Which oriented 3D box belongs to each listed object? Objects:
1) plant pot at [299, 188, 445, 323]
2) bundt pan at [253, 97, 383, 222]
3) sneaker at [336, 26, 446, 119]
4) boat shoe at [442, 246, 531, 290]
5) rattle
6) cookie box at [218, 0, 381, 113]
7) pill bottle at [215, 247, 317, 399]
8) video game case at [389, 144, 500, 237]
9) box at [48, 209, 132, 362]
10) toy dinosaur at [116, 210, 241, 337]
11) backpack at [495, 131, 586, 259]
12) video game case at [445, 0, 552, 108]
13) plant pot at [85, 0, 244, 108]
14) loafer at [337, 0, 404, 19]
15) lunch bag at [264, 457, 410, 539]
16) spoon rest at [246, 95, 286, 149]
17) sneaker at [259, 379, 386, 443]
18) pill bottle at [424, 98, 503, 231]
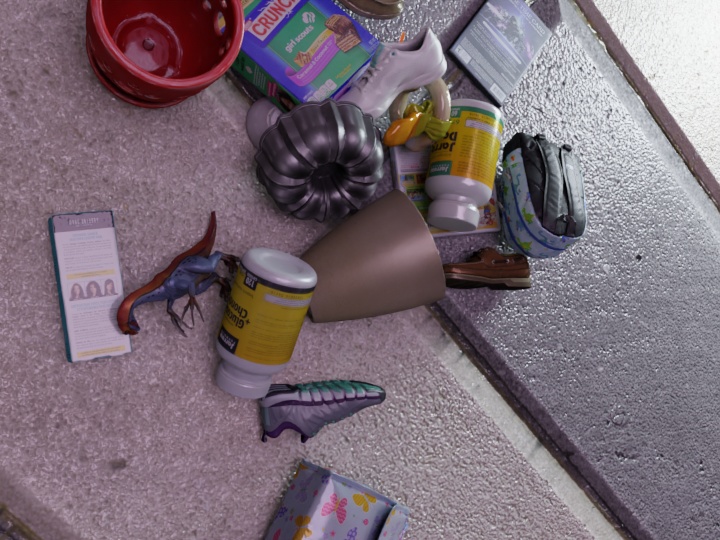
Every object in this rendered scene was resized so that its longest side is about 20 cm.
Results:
[{"bbox_3d":[0.000,0.000,1.259,0.200,0.187,0.188,-24,97,-11],"label":"plant pot"},{"bbox_3d":[-0.052,-0.151,1.220,0.201,0.202,0.076,2,42,-27],"label":"bundt pan"},{"bbox_3d":[0.031,-0.297,1.234,0.200,0.075,0.089,-33,138,-5],"label":"sneaker"},{"bbox_3d":[0.210,-0.004,1.417,0.200,0.072,0.068,5,79,-36],"label":"boat shoe"},{"bbox_3d":[0.051,-0.290,1.312,0.143,0.130,0.201,-15,82,-26],"label":"rattle"},{"bbox_3d":[-0.097,-0.342,1.253,0.200,0.075,0.171,41,68,3],"label":"cookie box"},{"bbox_3d":[-0.142,0.077,1.171,0.112,0.112,0.200,12,109,-25],"label":"pill bottle"},{"bbox_3d":[0.148,-0.150,1.420,0.199,0.023,0.183,-7,88,-28],"label":"video game case"},{"bbox_3d":[-0.372,0.021,1.125,0.082,0.049,0.201,-7,89,-28],"label":"box"},{"bbox_3d":[-0.265,0.023,1.157,0.181,0.105,0.200,-5,53,-36],"label":"toy dinosaur"},{"bbox_3d":[0.321,-0.119,1.436,0.163,0.154,0.200,14,44,-29],"label":"backpack"},{"bbox_3d":[0.257,-0.417,1.502,0.143,0.019,0.200,42,68,-18],"label":"video game case"},{"bbox_3d":[-0.281,-0.325,1.128,0.200,0.182,0.201,3,84,-27],"label":"plant pot"},{"bbox_3d":[-0.017,-0.449,1.248,0.200,0.067,0.076,19,50,-17],"label":"loafer"},{"bbox_3d":[-0.024,0.401,1.228,0.200,0.127,0.170,35,73,-27],"label":"lunch bag"},{"bbox_3d":[-0.083,-0.240,1.300,0.199,0.061,0.100,-14,91,-14],"label":"spoon rest"},{"bbox_3d":[-0.059,0.218,1.263,0.199,0.074,0.088,0,95,-16],"label":"sneaker"},{"bbox_3d":[0.168,-0.171,1.356,0.113,0.113,0.201,16,79,-25],"label":"pill bottle"}]
